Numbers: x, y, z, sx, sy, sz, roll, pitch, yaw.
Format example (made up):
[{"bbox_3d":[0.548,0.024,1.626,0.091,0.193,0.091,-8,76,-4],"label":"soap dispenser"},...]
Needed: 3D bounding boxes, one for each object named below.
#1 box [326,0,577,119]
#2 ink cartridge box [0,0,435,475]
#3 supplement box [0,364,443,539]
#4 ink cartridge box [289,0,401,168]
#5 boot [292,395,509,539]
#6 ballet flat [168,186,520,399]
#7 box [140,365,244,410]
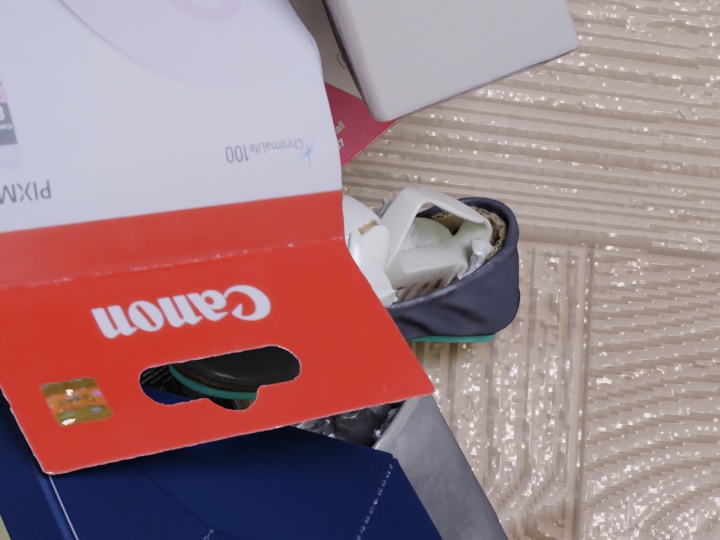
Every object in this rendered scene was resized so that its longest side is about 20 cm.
[{"bbox_3d":[0.004,-0.165,0.782,0.077,0.095,0.201,-20,116,-2],"label":"box"},{"bbox_3d":[-0.073,-0.039,0.742,0.162,0.057,0.200,-9,51,-39],"label":"ink cartridge box"},{"bbox_3d":[-0.085,0.159,0.761,0.199,0.135,0.200,20,119,-44],"label":"supplement box"},{"bbox_3d":[-0.058,-0.133,0.897,0.145,0.084,0.201,-40,100,-19],"label":"ink cartridge box"},{"bbox_3d":[0.058,0.122,0.920,0.181,0.072,0.201,-37,108,-19],"label":"boot"},{"bbox_3d":[0.000,0.000,0.885,0.199,0.073,0.074,-9,90,-51],"label":"ballet flat"},{"bbox_3d":[-0.146,0.068,0.852,0.199,0.049,0.162,-34,112,-20],"label":"box"}]
